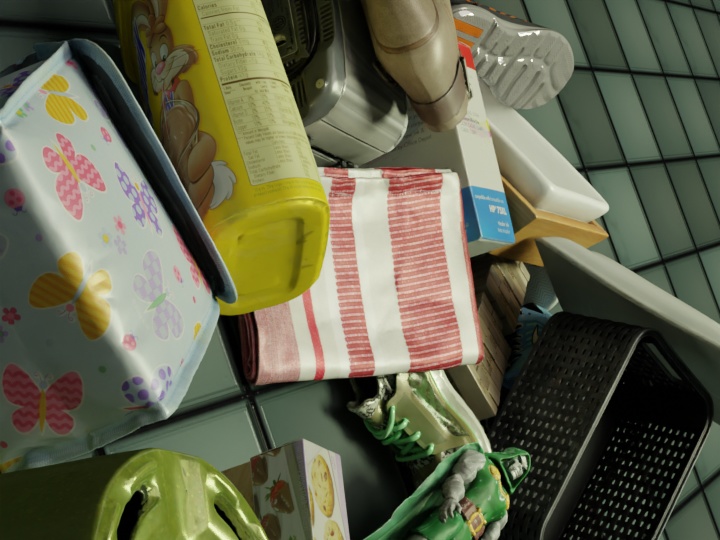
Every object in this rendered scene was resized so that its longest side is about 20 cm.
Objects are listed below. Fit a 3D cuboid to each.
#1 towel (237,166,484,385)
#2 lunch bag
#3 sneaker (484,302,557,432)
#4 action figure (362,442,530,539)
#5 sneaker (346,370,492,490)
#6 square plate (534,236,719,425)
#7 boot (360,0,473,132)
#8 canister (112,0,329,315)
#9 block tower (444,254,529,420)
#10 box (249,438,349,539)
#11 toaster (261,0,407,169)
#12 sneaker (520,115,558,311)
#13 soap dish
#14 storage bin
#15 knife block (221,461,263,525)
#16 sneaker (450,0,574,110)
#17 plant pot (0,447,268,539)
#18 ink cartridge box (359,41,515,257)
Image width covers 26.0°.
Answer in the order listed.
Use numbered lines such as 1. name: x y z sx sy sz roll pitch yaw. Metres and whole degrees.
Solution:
1. towel: 0.000 0.000 1.067 0.199 0.023 0.145 -2 81 -37
2. lunch bag: -0.150 -0.021 0.799 0.170 0.126 0.200 62 15 -15
3. sneaker: 0.131 0.079 1.330 0.090 0.078 0.200 51 21 3
4. action figure: 0.054 0.181 1.040 0.200 0.054 0.119 -44 123 -39
5. sneaker: 0.024 0.102 1.113 0.088 0.077 0.201 -20 85 -45
6. square plate: 0.240 0.053 1.260 0.199 0.029 0.198 34 -10 27
7. boot: 0.038 -0.187 1.110 0.200 0.070 0.147 -72 142 -61
8. canister: -0.084 -0.091 0.936 0.149 0.086 0.201 102 -28 -64
9. block tower: 0.091 0.046 1.275 0.054 0.057 0.200 57 27 -21
10. box: -0.025 0.190 0.824 0.041 0.038 0.202 30 46 -49
11. toaster: -0.042 -0.160 1.120 0.129 0.113 0.202 29 44 -57
12. sneaker: 0.155 -0.062 1.455 0.115 0.073 0.202 -11 79 -60
13. soap dish: 0.101 -0.090 1.294 0.200 0.081 0.157 48 18 23
14. storage bin: 0.175 0.149 1.214 0.135 0.093 0.201 45 68 -38
15. knife block: -0.081 0.200 0.827 0.175 0.064 0.202 13 59 -59
16. sneaker: 0.096 -0.208 1.311 0.199 0.078 0.112 19 27 -50
17. plant pot: -0.134 0.156 0.622 0.200 0.189 0.201 43 36 -42
18. ink cartridge box: 0.036 -0.103 1.200 0.067 0.115 0.202 5 71 -60
